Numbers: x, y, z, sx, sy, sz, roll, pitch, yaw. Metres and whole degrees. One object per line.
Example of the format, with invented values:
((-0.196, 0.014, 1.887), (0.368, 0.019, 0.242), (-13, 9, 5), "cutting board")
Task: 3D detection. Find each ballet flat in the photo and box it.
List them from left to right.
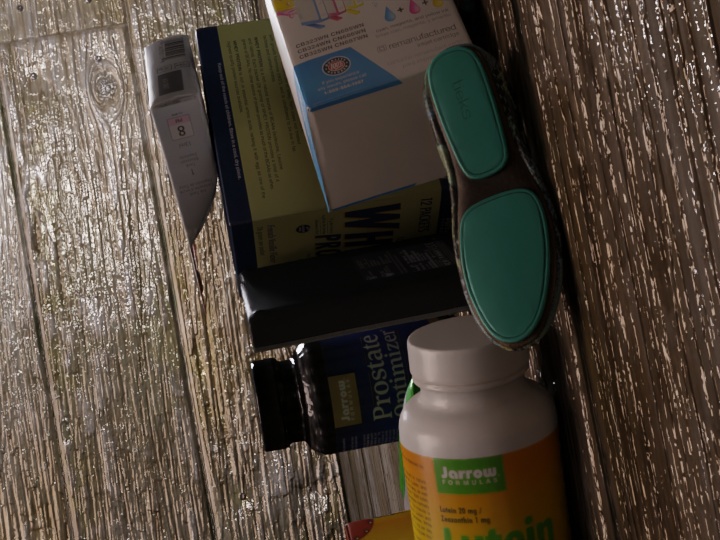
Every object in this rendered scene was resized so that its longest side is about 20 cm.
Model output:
((0.091, -0.047, 0.818), (0.074, 0.073, 0.203), (109, 152, -77), "ballet flat")

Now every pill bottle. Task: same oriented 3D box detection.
((-0.001, 0.112, 1.206), (0.112, 0.197, 0.114), (170, 90, -83), "pill bottle")
((0.085, 0.139, 0.877), (0.111, 0.109, 0.203), (-127, 28, -76), "pill bottle")

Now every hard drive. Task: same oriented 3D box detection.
((0.003, 0.013, 1.016), (0.140, 0.197, 0.033), (-121, 21, -73), "hard drive")

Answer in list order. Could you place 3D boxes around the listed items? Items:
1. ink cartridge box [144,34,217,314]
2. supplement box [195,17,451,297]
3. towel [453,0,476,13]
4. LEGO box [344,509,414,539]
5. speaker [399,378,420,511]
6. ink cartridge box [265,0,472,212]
((-0.147, -0.089, 1.139), (0.163, 0.056, 0.202), (-111, 5, -61), "ink cartridge box")
((-0.029, -0.108, 1.118), (0.135, 0.197, 0.203), (93, 166, -63), "supplement box")
((0.052, -0.301, 0.906), (0.147, 0.021, 0.203), (-110, 12, -61), "towel")
((0.078, 0.275, 0.984), (0.201, 0.147, 0.078), (-109, 10, -56), "LEGO box")
((0.078, 0.160, 1.090), (0.202, 0.087, 0.089), (87, 170, -49), "speaker")
((0.002, -0.174, 0.958), (0.126, 0.127, 0.202), (77, 175, -57), "ink cartridge box")
